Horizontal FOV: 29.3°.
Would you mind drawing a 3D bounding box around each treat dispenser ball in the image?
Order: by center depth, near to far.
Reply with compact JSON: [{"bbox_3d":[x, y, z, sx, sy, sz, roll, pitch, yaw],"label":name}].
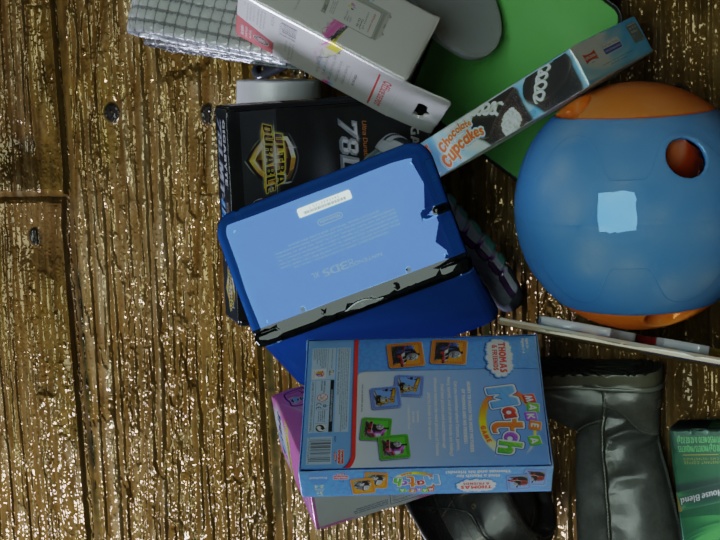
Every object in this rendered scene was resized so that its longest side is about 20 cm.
[{"bbox_3d":[0.225,-0.053,1.120,0.200,0.201,0.202,5,100,28],"label":"treat dispenser ball"}]

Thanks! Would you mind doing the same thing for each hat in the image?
[{"bbox_3d":[0.118,0.205,1.227,0.201,0.200,0.081,49,113,14],"label":"hat"}]

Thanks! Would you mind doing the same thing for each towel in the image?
[{"bbox_3d":[-0.113,-0.282,1.324,0.199,0.086,0.166,13,85,22],"label":"towel"}]

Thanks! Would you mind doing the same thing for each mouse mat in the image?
[{"bbox_3d":[0.133,-0.190,1.233,0.161,0.008,0.200,39,129,18],"label":"mouse mat"}]

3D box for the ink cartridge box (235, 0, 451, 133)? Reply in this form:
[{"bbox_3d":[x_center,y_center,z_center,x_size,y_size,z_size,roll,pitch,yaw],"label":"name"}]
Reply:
[{"bbox_3d":[-0.005,-0.202,1.192,0.199,0.116,0.068,28,80,-3],"label":"ink cartridge box"}]

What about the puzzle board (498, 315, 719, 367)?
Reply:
[{"bbox_3d":[0.235,0.061,1.164,0.199,0.151,0.017,9,87,27],"label":"puzzle board"}]

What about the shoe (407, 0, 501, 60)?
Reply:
[{"bbox_3d":[0.039,-0.263,1.230,0.200,0.091,0.072,44,77,-10],"label":"shoe"}]

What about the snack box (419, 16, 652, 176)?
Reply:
[{"bbox_3d":[0.139,-0.141,1.168,0.200,0.116,0.037,-30,91,43],"label":"snack box"}]

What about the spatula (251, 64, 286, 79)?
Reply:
[{"bbox_3d":[-0.027,-0.226,1.335,0.199,0.021,0.057,-21,77,32],"label":"spatula"}]

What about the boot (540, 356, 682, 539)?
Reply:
[{"bbox_3d":[0.204,0.183,1.254,0.181,0.072,0.201,2,106,31],"label":"boot"}]

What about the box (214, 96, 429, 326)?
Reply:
[{"bbox_3d":[-0.030,-0.060,1.272,0.050,0.198,0.201,-155,61,-68],"label":"box"}]

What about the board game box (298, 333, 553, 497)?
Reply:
[{"bbox_3d":[0.052,0.117,1.134,0.199,0.152,0.037,-2,130,3],"label":"board game box"}]

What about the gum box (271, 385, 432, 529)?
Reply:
[{"bbox_3d":[0.036,0.138,1.199,0.114,0.199,0.066,-122,21,-54],"label":"gum box"}]

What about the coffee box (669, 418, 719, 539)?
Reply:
[{"bbox_3d":[0.341,0.229,1.190,0.122,0.044,0.201,-4,96,29],"label":"coffee box"}]

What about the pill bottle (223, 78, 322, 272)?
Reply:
[{"bbox_3d":[-0.078,-0.084,1.335,0.111,0.111,0.201,5,100,28],"label":"pill bottle"}]

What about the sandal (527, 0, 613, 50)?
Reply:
[{"bbox_3d":[0.199,-0.284,1.179,0.075,0.048,0.201,26,118,25],"label":"sandal"}]

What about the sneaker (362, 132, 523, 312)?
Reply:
[{"bbox_3d":[0.062,-0.026,1.256,0.087,0.074,0.200,-40,98,-2],"label":"sneaker"}]

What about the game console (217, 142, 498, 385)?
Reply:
[{"bbox_3d":[0.000,0.000,1.217,0.199,0.118,0.171,-20,89,9],"label":"game console"}]
